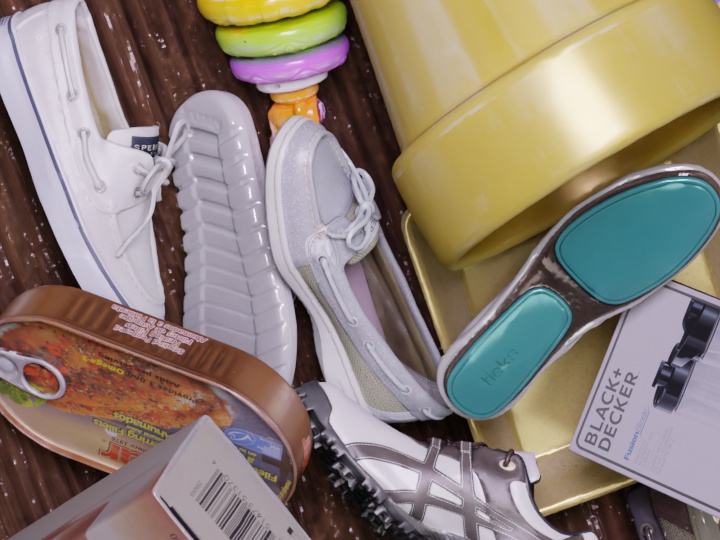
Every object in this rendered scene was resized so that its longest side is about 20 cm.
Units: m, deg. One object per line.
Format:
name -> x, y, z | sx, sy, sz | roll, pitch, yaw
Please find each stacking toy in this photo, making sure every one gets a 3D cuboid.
stacking toy -> -0.047, -0.143, 1.520 | 0.110, 0.116, 0.200 | -12, 107, -2

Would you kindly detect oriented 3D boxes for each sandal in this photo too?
sandal -> -0.063, -0.005, 1.544 | 0.050, 0.082, 0.203 | -10, 96, -48

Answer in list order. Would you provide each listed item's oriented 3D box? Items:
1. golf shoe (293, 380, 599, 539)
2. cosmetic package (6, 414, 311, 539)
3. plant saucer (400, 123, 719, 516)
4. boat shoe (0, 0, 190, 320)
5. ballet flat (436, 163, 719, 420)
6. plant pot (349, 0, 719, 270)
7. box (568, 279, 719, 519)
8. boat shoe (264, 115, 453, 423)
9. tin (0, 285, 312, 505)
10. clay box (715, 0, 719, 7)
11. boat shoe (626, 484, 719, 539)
golf shoe -> 0.049, 0.123, 1.519 | 0.200, 0.078, 0.094 | 45, 80, 3
cosmetic package -> -0.138, 0.180, 1.488 | 0.200, 0.087, 0.103 | -34, 101, 32
plant saucer -> 0.143, 0.024, 1.572 | 0.200, 0.048, 0.200 | -19, 96, -4
boat shoe -> -0.137, -0.063, 1.519 | 0.086, 0.075, 0.202 | -21, 90, 13
ballet flat -> 0.119, 0.004, 1.499 | 0.200, 0.069, 0.069 | -43, 98, 13
plant pot -> 0.086, -0.129, 1.445 | 0.201, 0.201, 0.189 | -30, 83, -3
box -> 0.224, 0.087, 1.469 | 0.060, 0.200, 0.117 | 18, 95, -50
boat shoe -> 0.000, 0.002, 1.514 | 0.065, 0.074, 0.202 | -3, 119, 26
tin -> -0.122, 0.074, 1.507 | 0.200, 0.042, 0.112 | 21, 133, 11
clay box -> 0.131, -0.176, 1.553 | 0.200, 0.048, 0.115 | 14, 94, -8
boat shoe -> 0.204, 0.211, 1.588 | 0.065, 0.072, 0.200 | -8, 109, 19
